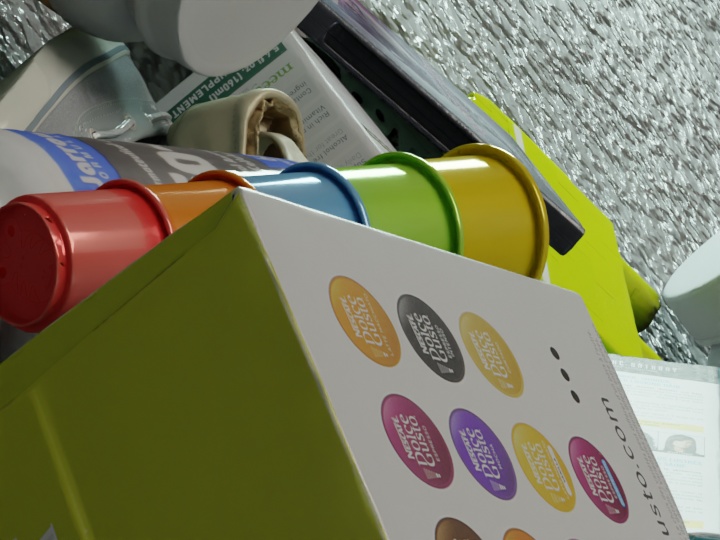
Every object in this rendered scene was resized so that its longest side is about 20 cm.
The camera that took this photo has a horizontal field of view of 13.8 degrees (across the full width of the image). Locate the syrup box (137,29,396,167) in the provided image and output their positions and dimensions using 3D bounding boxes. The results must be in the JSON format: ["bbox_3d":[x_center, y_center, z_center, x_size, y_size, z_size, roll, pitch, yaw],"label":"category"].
[{"bbox_3d":[0.000,0.000,1.180,0.200,0.079,0.081,53,5,29],"label":"syrup box"}]

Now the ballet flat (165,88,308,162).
[{"bbox_3d":[-0.026,0.023,1.098,0.069,0.069,0.200,16,55,-57],"label":"ballet flat"}]

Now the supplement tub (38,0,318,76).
[{"bbox_3d":[-0.104,-0.175,1.112,0.200,0.145,0.145,35,16,20],"label":"supplement tub"}]

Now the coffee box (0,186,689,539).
[{"bbox_3d":[-0.020,0.125,0.882,0.198,0.200,0.200,17,44,-55],"label":"coffee box"}]

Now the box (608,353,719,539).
[{"bbox_3d":[0.118,0.094,1.317,0.200,0.082,0.049,-71,167,-70],"label":"box"}]

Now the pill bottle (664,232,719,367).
[{"bbox_3d":[0.262,0.064,1.624,0.200,0.114,0.114,53,23,-8],"label":"pill bottle"}]

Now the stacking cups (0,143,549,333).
[{"bbox_3d":[-0.025,-0.006,0.916,0.200,0.060,0.061,-6,63,-48],"label":"stacking cups"}]

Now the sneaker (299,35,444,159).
[{"bbox_3d":[0.012,-0.017,1.298,0.118,0.074,0.201,32,22,-56],"label":"sneaker"}]

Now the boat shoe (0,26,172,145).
[{"bbox_3d":[-0.111,-0.039,1.090,0.072,0.070,0.201,47,20,-5],"label":"boat shoe"}]

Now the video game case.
[{"bbox_3d":[0.008,-0.094,1.300,0.200,0.019,0.143,39,8,-21],"label":"video game case"}]

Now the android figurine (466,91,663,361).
[{"bbox_3d":[0.086,-0.009,1.484,0.200,0.041,0.182,39,28,-36],"label":"android figurine"}]

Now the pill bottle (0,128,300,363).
[{"bbox_3d":[-0.094,0.012,0.969,0.200,0.114,0.114,4,54,-47],"label":"pill bottle"}]
